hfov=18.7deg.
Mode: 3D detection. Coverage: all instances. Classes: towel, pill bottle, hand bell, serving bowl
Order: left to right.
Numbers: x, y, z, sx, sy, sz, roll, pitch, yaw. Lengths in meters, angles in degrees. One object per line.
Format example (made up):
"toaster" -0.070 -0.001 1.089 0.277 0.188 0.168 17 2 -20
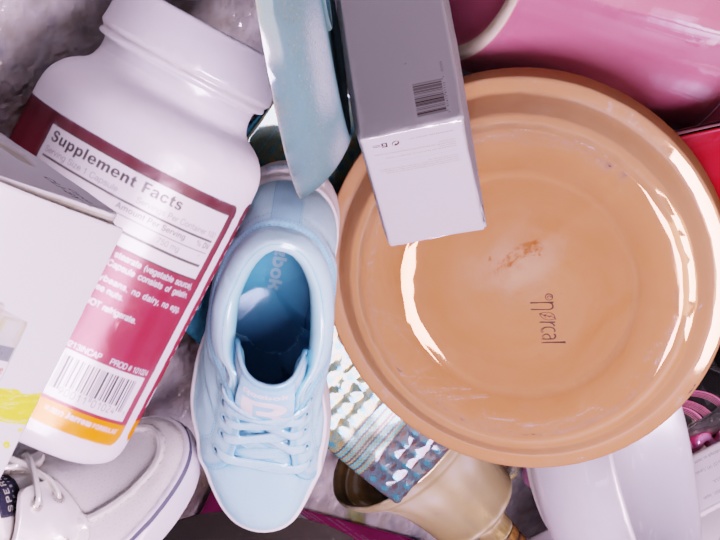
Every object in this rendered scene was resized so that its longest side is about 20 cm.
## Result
"pill bottle" -0.116 -0.023 0.995 0.113 0.113 0.201 24 95 -49
"towel" -0.004 0.008 1.106 0.200 0.022 0.147 41 97 -20
"hand bell" 0.086 0.158 1.252 0.104 0.104 0.200 -48 113 -11
"serving bowl" 0.135 0.103 1.237 0.200 0.065 0.201 -12 90 -71

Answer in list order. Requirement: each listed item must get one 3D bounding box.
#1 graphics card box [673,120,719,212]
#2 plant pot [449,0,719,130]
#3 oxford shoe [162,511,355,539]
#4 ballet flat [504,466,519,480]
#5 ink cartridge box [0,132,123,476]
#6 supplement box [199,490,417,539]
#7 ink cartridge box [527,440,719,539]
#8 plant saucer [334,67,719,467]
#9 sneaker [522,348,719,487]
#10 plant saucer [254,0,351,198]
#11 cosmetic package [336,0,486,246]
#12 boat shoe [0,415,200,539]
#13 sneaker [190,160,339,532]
"graphics card box" 0.176 -0.019 1.145 0.200 0.125 0.051 31 51 -63
"plant pot" 0.127 -0.158 1.110 0.178 0.200 0.201 6 110 -30
"oxford shoe" -0.090 0.175 1.128 0.199 0.072 0.072 -9 135 5
"ballet flat" 0.074 0.036 1.262 0.070 0.071 0.201 -26 129 -32
"ink cartridge box" -0.207 0.031 0.914 0.083 0.145 0.201 22 97 -47
"supplement box" -0.013 0.204 1.242 0.200 0.103 0.102 22 97 -47
"ink cartridge box" 0.181 0.194 1.408 0.199 0.045 0.177 -24 147 -23
"plant saucer" 0.079 0.003 1.055 0.032 0.199 0.201 -59 161 -67
"sneaker" 0.183 0.071 1.386 0.199 0.079 0.096 -25 117 -34
"plant saucer" -0.029 -0.132 0.924 0.027 0.201 0.201 -9 128 3
"cosmetic package" 0.016 -0.117 1.006 0.050 0.201 0.083 -12 144 6
"boat shoe" -0.167 0.125 1.071 0.199 0.071 0.070 -33 136 -18
"sneaker" -0.050 0.052 1.051 0.082 0.073 0.201 -78 171 -62
